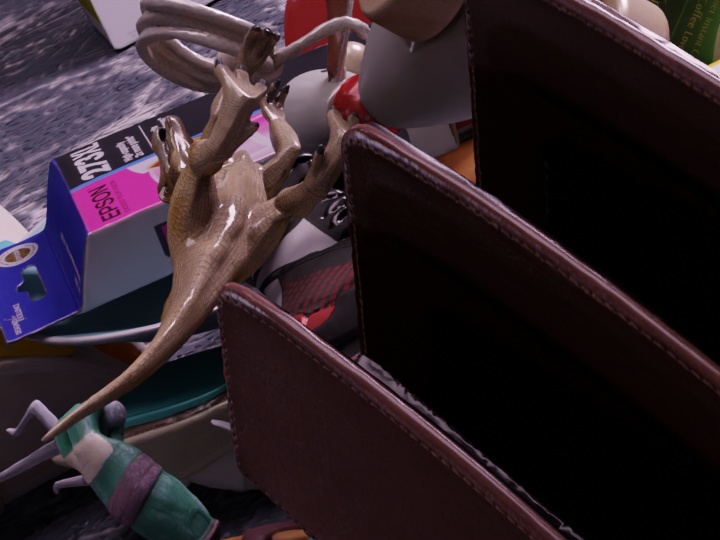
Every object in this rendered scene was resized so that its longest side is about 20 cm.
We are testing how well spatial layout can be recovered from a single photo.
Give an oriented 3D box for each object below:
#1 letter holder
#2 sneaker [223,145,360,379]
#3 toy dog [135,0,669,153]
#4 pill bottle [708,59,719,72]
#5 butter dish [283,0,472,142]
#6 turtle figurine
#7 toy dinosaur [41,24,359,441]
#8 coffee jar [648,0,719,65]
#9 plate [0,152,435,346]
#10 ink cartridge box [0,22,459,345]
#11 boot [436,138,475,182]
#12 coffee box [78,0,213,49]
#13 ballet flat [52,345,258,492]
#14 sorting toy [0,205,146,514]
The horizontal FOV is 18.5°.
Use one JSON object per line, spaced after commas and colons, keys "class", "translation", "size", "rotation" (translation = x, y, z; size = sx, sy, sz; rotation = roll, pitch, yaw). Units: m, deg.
{"class": "letter holder", "translation": [0.063, 0.035, 0.522], "size": [0.100, 0.143, 0.200], "rotation": [-34, 54, -24]}
{"class": "sneaker", "translation": [0.000, 0.000, 0.738], "size": [0.070, 0.099, 0.200], "rotation": [8, -7, -12]}
{"class": "toy dog", "translation": [0.027, -0.095, 0.773], "size": [0.199, 0.132, 0.097], "rotation": [1, 61, 46]}
{"class": "pill bottle", "translation": [0.142, -0.019, 0.747], "size": [0.199, 0.115, 0.114], "rotation": [-25, 18, 5]}
{"class": "butter dish", "translation": [0.049, -0.136, 1.062], "size": [0.198, 0.149, 0.199], "rotation": [-17, -3, -38]}
{"class": "turtle figurine", "translation": [-0.020, 0.089, 0.706], "size": [0.199, 0.102, 0.149], "rotation": [-10, -13, 34]}
{"class": "toy dinosaur", "translation": [-0.044, -0.014, 0.705], "size": [0.102, 0.058, 0.200], "rotation": [-57, 12, 23]}
{"class": "coffee jar", "translation": [0.144, -0.110, 0.861], "size": [0.085, 0.198, 0.105], "rotation": [-72, 4, -68]}
{"class": "plate", "translation": [-0.059, -0.016, 0.925], "size": [0.198, 0.026, 0.201], "rotation": [-18, 24, 8]}
{"class": "ink cartridge box", "translation": [-0.065, -0.039, 0.906], "size": [0.199, 0.037, 0.095], "rotation": [-26, 26, -6]}
{"class": "boot", "translation": [0.038, -0.022, 0.942], "size": [0.154, 0.077, 0.200], "rotation": [-25, 12, -13]}
{"class": "coffee box", "translation": [-0.185, -0.337, 1.943], "size": [0.198, 0.199, 0.200], "rotation": [-28, 18, -5]}
{"class": "ballet flat", "translation": [-0.030, 0.051, 0.874], "size": [0.199, 0.070, 0.070], "rotation": [-26, 17, 18]}
{"class": "sorting toy", "translation": [-0.208, 0.034, 1.007], "size": [0.199, 0.107, 0.180], "rotation": [-29, 44, -7]}
